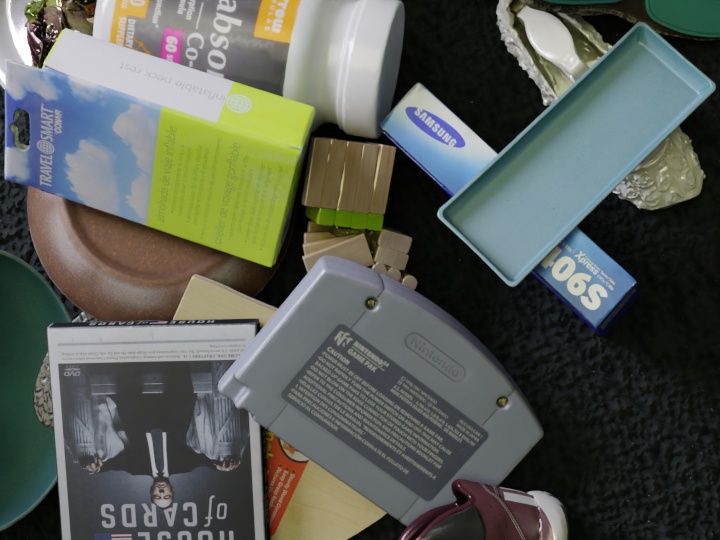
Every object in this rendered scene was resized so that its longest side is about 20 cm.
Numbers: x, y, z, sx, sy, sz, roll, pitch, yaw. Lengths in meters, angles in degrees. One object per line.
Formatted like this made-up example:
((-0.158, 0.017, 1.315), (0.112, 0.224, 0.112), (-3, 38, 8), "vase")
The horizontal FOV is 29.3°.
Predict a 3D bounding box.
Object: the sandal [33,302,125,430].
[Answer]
((-0.170, 0.035, 1.021), (0.075, 0.045, 0.201), (30, 73, -2), "sandal")

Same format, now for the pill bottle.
((-0.075, -0.156, 0.950), (0.197, 0.116, 0.118), (11, 87, 7), "pill bottle")

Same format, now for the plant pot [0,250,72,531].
((-0.318, 0.087, 0.992), (0.133, 0.199, 0.203), (-3, 83, 37), "plant pot")

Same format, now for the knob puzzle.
((-0.063, 0.121, 0.990), (0.216, 0.030, 0.223), (1, 100, 5), "knob puzzle")

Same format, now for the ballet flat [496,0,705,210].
((0.159, -0.122, 0.954), (0.072, 0.072, 0.201), (-40, 78, 6), "ballet flat")

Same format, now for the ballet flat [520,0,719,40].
((0.181, -0.202, 0.941), (0.197, 0.075, 0.069), (3, 111, -22), "ballet flat")

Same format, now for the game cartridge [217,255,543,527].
((0.021, 0.084, 0.925), (0.199, 0.042, 0.134), (37, 99, -18), "game cartridge")

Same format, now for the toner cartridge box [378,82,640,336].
((0.104, -0.040, 0.942), (0.200, 0.095, 0.043), (44, 93, 13), "toner cartridge box")

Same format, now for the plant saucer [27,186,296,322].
((-0.145, -0.056, 1.000), (0.197, 0.037, 0.203), (1, 77, -3), "plant saucer")

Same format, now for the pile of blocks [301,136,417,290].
((0.000, 0.000, 0.958), (0.081, 0.062, 0.203), (-18, 102, -10), "pile of blocks")

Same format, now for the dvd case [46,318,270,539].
((-0.140, 0.135, 0.969), (0.148, 0.025, 0.203), (-2, 99, 3), "dvd case")

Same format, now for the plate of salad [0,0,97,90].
((-0.210, -0.213, 1.056), (0.197, 0.048, 0.203), (-1, 84, 12), "plate of salad")

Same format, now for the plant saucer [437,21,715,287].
((0.141, -0.076, 0.893), (0.200, 0.019, 0.070), (-43, 76, -13), "plant saucer")

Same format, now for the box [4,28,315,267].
((-0.138, -0.083, 0.926), (0.197, 0.123, 0.048), (18, 49, 0), "box")

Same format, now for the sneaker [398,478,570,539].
((0.059, 0.234, 0.917), (0.114, 0.076, 0.203), (19, 78, -16), "sneaker")
